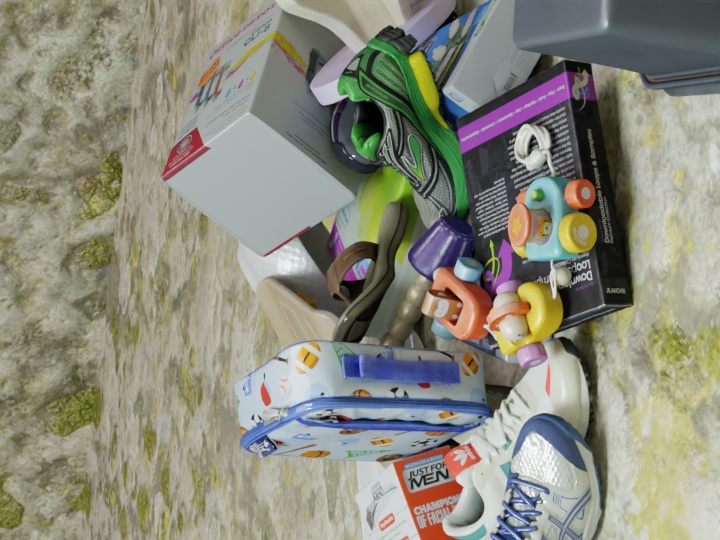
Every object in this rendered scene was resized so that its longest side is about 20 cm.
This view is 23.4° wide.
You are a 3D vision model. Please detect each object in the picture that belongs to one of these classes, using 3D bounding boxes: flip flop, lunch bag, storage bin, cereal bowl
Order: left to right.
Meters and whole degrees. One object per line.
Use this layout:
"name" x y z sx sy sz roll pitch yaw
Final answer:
"cereal bowl" -0.074 -0.004 1.891 0.083 0.200 0.200 -34 35 8
"flip flop" 0.000 0.000 1.609 0.200 0.057 0.081 -71 5 -49
"lunch bag" 0.000 0.108 1.442 0.160 0.199 0.076 -31 61 53
"storage bin" 0.196 -0.200 1.189 0.200 0.134 0.146 -170 84 -71

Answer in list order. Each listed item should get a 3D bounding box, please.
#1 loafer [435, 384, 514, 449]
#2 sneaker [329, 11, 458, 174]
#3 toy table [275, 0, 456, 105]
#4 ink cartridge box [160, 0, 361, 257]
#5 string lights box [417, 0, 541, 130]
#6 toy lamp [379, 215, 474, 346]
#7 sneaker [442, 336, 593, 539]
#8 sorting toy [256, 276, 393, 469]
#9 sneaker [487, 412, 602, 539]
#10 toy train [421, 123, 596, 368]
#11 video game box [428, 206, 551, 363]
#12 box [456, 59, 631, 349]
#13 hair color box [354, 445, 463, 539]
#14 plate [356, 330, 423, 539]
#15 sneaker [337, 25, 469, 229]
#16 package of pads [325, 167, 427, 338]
"loafer" 0.085 0.130 1.559 0.200 0.075 0.069 -178 98 -72
"sneaker" 0.034 -0.181 1.691 0.088 0.074 0.200 -52 8 48
"toy table" 0.000 -0.258 1.662 0.184 0.117 0.200 -23 18 33
"ink cartridge box" -0.082 -0.150 1.749 0.145 0.145 0.200 -32 31 38
"string lights box" 0.092 -0.175 1.571 0.103 0.059 0.200 -60 14 -13
"toy lamp" 0.044 0.041 1.554 0.200 0.058 0.058 -63 27 26
"sneaker" 0.122 0.144 1.411 0.070 0.093 0.200 -115 33 -56
"sorting toy" -0.025 0.098 1.749 0.186 0.036 0.200 64 165 -18
"sneaker" 0.132 0.212 1.344 0.075 0.088 0.201 9 102 40
"toy train" 0.106 -0.009 1.365 0.150 0.055 0.200 51 129 42
"video game box" 0.120 -0.023 1.536 0.200 0.047 0.183 -159 77 -71
"box" 0.143 -0.049 1.391 0.143 0.036 0.201 -24 67 52
"hair color box" 0.069 0.267 1.518 0.201 0.064 0.111 69 156 15
"plate" 0.040 0.187 1.758 0.200 0.032 0.201 122 147 -57
"sneaker" 0.034 -0.111 1.512 0.078 0.085 0.200 29 152 52
"package of pads" 0.030 -0.054 1.783 0.155 0.068 0.200 -111 33 -53
